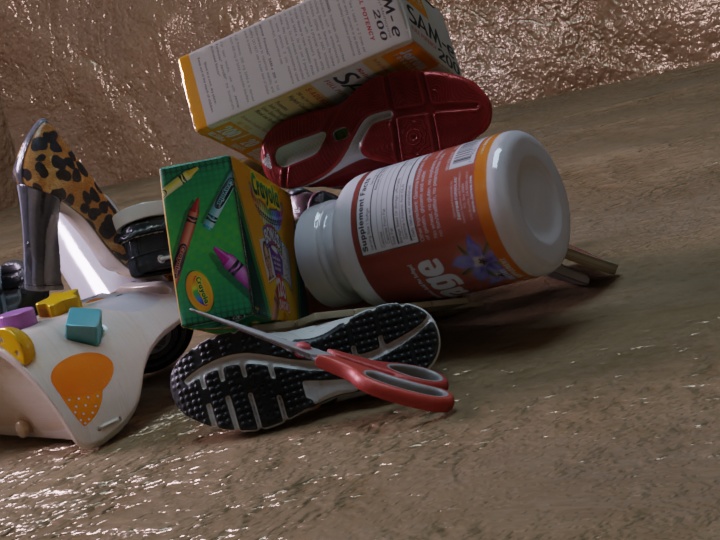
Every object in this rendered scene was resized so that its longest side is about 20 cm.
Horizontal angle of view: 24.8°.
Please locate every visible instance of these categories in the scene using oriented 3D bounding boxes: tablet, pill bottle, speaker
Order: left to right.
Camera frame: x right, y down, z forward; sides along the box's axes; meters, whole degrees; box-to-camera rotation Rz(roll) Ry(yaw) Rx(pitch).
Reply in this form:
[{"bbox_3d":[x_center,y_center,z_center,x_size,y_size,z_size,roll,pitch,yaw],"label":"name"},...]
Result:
[{"bbox_3d":[-0.229,0.006,1.523,0.081,0.081,0.200,-18,41,-22],"label":"speaker"},{"bbox_3d":[0.052,-0.031,1.266,0.200,0.112,0.112,-14,7,33],"label":"pill bottle"},{"bbox_3d":[0.115,-0.023,1.456,0.130,0.014,0.200,23,0,-14],"label":"tablet"}]

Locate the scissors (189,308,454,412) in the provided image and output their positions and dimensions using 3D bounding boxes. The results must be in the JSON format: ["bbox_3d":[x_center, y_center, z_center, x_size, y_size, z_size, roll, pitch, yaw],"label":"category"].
[{"bbox_3d":[-0.030,0.058,1.116,0.200,0.014,0.073,17,15,6],"label":"scissors"}]

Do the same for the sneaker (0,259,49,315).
[{"bbox_3d":[-0.282,0.050,1.487,0.115,0.075,0.200,3,-27,-26],"label":"sneaker"}]

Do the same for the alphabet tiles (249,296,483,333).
[{"bbox_3d":[-0.012,0.043,1.297,0.200,0.006,0.166,-6,-8,-27],"label":"alphabet tiles"}]

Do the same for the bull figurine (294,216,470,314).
[{"bbox_3d":[0.000,0.000,1.407,0.200,0.122,0.065,-19,5,5],"label":"bull figurine"}]

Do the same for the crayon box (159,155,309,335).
[{"bbox_3d":[-0.093,-0.012,1.264,0.058,0.119,0.200,-10,-7,9],"label":"crayon box"}]

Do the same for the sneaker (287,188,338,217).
[{"bbox_3d":[-0.075,-0.019,1.618,0.200,0.116,0.076,-20,11,-33],"label":"sneaker"}]

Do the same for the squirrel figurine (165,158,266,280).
[{"bbox_3d":[-0.202,-0.026,1.812,0.186,0.142,0.200,-15,4,40],"label":"squirrel figurine"}]

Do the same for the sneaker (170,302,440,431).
[{"bbox_3d":[-0.038,0.074,1.193,0.199,0.074,0.080,-10,-6,3],"label":"sneaker"}]

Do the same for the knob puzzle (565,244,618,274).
[{"bbox_3d":[0.130,-0.043,1.387,0.219,0.031,0.220,21,4,-2],"label":"knob puzzle"}]

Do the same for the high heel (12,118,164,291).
[{"bbox_3d":[-0.210,-0.064,1.416,0.071,0.143,0.200,8,12,42],"label":"high heel"}]

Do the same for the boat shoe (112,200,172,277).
[{"bbox_3d":[-0.132,-0.019,1.413,0.076,0.060,0.200,-23,-15,40],"label":"boat shoe"}]

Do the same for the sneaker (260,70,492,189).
[{"bbox_3d":[0.027,-0.114,1.353,0.200,0.079,0.115,-9,-3,23],"label":"sneaker"}]

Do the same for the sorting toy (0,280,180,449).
[{"bbox_3d":[-0.231,0.058,1.343,0.200,0.107,0.180,-4,23,48],"label":"sorting toy"}]

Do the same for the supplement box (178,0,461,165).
[{"bbox_3d":[-0.032,-0.166,1.359,0.200,0.074,0.126,-22,-18,19],"label":"supplement box"}]
